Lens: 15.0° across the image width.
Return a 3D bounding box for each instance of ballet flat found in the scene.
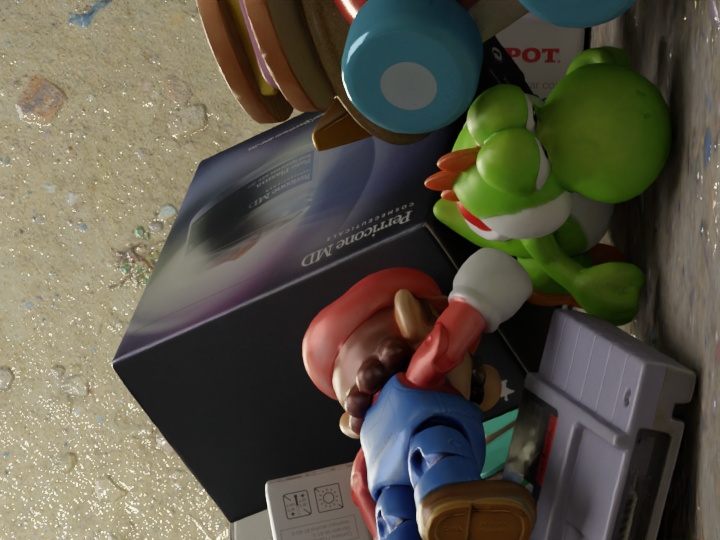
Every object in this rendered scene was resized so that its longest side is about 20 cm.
[{"bbox_3d":[0.096,0.118,1.602,0.064,0.075,0.200,60,-174,-7],"label":"ballet flat"}]

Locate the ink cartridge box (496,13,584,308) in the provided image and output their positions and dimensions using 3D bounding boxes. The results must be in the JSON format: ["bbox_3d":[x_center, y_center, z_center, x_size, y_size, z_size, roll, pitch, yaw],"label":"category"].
[{"bbox_3d":[0.051,-0.068,1.593,0.084,0.145,0.201,-94,5,-66],"label":"ink cartridge box"}]

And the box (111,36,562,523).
[{"bbox_3d":[0.000,0.000,1.432,0.123,0.199,0.199,54,-152,-24],"label":"box"}]

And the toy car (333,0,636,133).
[{"bbox_3d":[0.021,-0.203,1.180,0.200,0.176,0.185,45,-148,-23],"label":"toy car"}]

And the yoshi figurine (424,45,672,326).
[{"bbox_3d":[0.104,-0.042,1.254,0.112,0.112,0.200,-50,-16,-1],"label":"yoshi figurine"}]

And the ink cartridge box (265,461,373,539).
[{"bbox_3d":[0.001,0.200,1.309,0.109,0.050,0.201,69,-171,-77],"label":"ink cartridge box"}]

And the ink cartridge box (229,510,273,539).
[{"bbox_3d":[0.017,0.223,1.693,0.083,0.146,0.201,-94,-14,-53],"label":"ink cartridge box"}]

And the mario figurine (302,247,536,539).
[{"bbox_3d":[0.044,0.072,1.235,0.106,0.123,0.200,53,-166,-35],"label":"mario figurine"}]

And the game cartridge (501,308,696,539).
[{"bbox_3d":[0.088,0.125,1.190,0.130,0.038,0.201,-150,72,-69],"label":"game cartridge"}]

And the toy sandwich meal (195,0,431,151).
[{"bbox_3d":[-0.007,-0.148,1.335,0.205,0.070,0.206,17,-110,-60],"label":"toy sandwich meal"}]
